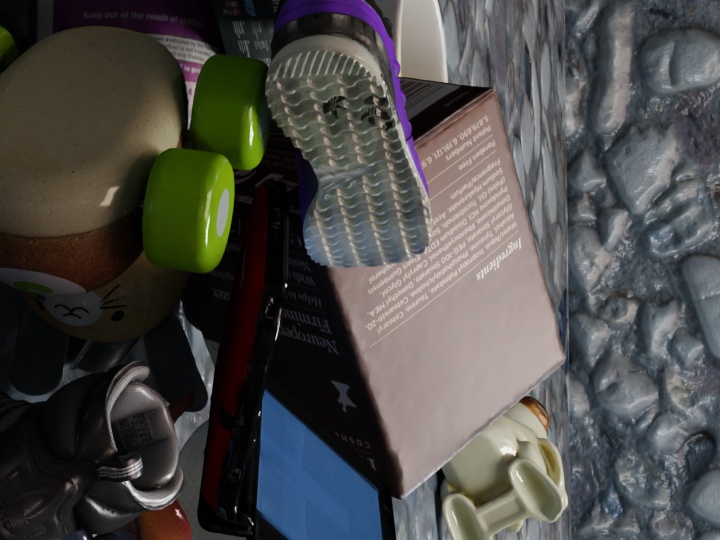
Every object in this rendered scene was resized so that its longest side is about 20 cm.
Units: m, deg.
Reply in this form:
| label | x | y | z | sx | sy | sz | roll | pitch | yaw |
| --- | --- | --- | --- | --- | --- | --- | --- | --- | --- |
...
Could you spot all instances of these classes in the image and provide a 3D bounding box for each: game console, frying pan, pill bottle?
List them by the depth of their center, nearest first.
| label | x | y | z | sx | sy | sz | roll | pitch | yaw |
| --- | --- | --- | --- | --- | --- | --- | --- | --- | --- |
| game console | -0.016 | 0.068 | 0.870 | 0.200 | 0.118 | 0.174 | -98 | -159 | -71 |
| pill bottle | -0.128 | -0.169 | 0.949 | 0.112 | 0.111 | 0.202 | 16 | 74 | -74 |
| frying pan | -0.103 | -0.015 | 0.979 | 0.190 | 0.031 | 0.115 | -52 | -177 | 1 |

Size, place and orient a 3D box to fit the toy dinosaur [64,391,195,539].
| label | x | y | z | sx | sy | sz | roll | pitch | yaw |
| --- | --- | --- | --- | --- | --- | --- | --- | --- | --- |
| toy dinosaur | -0.116 | 0.162 | 0.904 | 0.182 | 0.199 | 0.105 | 47 | 55 | -28 |

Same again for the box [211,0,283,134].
| label | x | y | z | sx | sy | sz | roll | pitch | yaw |
| --- | --- | --- | --- | --- | --- | --- | --- | --- | --- |
| box | -0.049 | -0.187 | 0.947 | 0.200 | 0.046 | 0.160 | 82 | 9 | -70 |

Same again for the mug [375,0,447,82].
| label | x | y | z | sx | sy | sz | roll | pitch | yaw |
| --- | --- | --- | --- | --- | --- | --- | --- | --- | --- |
| mug | -0.029 | -0.131 | 1.235 | 0.187 | 0.152 | 0.150 | -75 | 158 | -45 |

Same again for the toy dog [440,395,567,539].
| label | x | y | z | sx | sy | sz | roll | pitch | yaw |
| --- | --- | --- | --- | --- | --- | --- | --- | --- | --- |
| toy dog | 0.156 | 0.217 | 1.978 | 0.194 | 0.139 | 0.200 | 51 | 19 | 2 |

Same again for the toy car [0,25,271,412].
| label | x | y | z | sx | sy | sz | roll | pitch | yaw |
| --- | --- | --- | --- | --- | --- | --- | --- | --- | --- |
| toy car | -0.136 | -0.004 | 0.849 | 0.158 | 0.163 | 0.201 | -73 | 168 | -50 |

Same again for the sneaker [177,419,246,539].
| label | x | y | z | sx | sy | sz | roll | pitch | yaw |
| --- | --- | --- | --- | --- | --- | --- | --- | --- | --- |
| sneaker | -0.088 | 0.187 | 1.155 | 0.099 | 0.070 | 0.202 | -43 | 134 | -75 |

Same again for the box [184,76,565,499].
| label | x | y | z | sx | sy | sz | roll | pitch | yaw |
| --- | --- | --- | --- | --- | --- | --- | --- | --- | --- |
| box | 0.000 | 0.000 | 1.071 | 0.164 | 0.165 | 0.201 | -36 | 121 | -32 |

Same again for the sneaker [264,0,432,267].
| label | x | y | z | sx | sy | sz | roll | pitch | yaw |
| --- | --- | --- | --- | --- | --- | --- | --- | --- | --- |
| sneaker | -0.003 | -0.083 | 0.873 | 0.201 | 0.069 | 0.100 | 78 | 8 | -57 |

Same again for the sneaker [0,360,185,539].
| label | x | y | z | sx | sy | sz | roll | pitch | yaw |
| --- | --- | --- | --- | --- | --- | --- | --- | --- | --- |
| sneaker | -0.139 | 0.085 | 0.780 | 0.200 | 0.113 | 0.076 | -133 | -156 | -79 |

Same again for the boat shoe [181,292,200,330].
| label | x | y | z | sx | sy | sz | roll | pitch | yaw |
| --- | --- | --- | --- | --- | --- | --- | --- | --- | --- |
| boat shoe | -0.118 | -0.051 | 1.116 | 0.062 | 0.073 | 0.202 | -14 | 113 | -31 |
